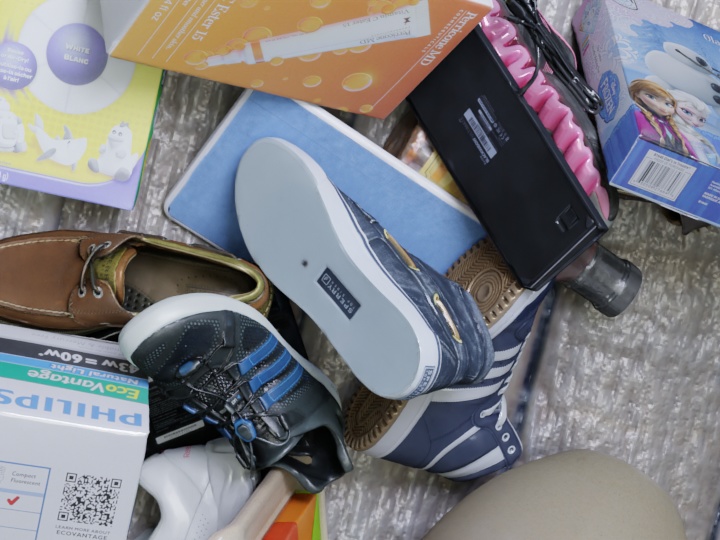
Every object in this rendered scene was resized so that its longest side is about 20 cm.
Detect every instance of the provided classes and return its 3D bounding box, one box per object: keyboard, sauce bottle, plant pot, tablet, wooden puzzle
[{"bbox_3d":[0.094,-0.100,0.933,0.021,0.127,0.201,-9,62,-45],"label":"keyboard"},{"bbox_3d":[0.106,-0.037,1.034,0.199,0.066,0.066,31,90,-16],"label":"sauce bottle"},{"bbox_3d":[0.146,0.202,1.025,0.200,0.200,0.135,44,64,-15],"label":"plant pot"},{"bbox_3d":[-0.018,-0.032,1.004,0.199,0.014,0.130,33,120,-15],"label":"tablet"},{"bbox_3d":[-0.049,0.227,0.974,0.037,0.200,0.186,-1,99,15],"label":"wooden puzzle"}]

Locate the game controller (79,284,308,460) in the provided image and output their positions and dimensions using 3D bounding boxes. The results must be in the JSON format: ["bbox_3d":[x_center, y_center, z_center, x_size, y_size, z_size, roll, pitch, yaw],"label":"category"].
[{"bbox_3d":[-0.133,0.075,1.012,0.199,0.042,0.105,-21,116,-9],"label":"game controller"}]

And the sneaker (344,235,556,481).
[{"bbox_3d":[0.087,0.061,1.013,0.108,0.070,0.200,28,115,-30],"label":"sneaker"}]

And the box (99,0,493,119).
[{"bbox_3d":[-0.041,-0.180,0.904,0.199,0.124,0.098,8,56,-34],"label":"box"}]

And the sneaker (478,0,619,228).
[{"bbox_3d":[0.122,-0.116,0.997,0.095,0.079,0.201,-20,77,-42],"label":"sneaker"}]

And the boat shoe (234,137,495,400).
[{"bbox_3d":[0.000,0.000,0.950,0.071,0.091,0.201,-48,63,25],"label":"boat shoe"}]

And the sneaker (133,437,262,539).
[{"bbox_3d":[-0.110,0.208,1.021,0.099,0.078,0.201,-4,98,4],"label":"sneaker"}]

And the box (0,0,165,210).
[{"bbox_3d":[-0.180,-0.148,0.961,0.117,0.048,0.201,11,94,-15],"label":"box"}]

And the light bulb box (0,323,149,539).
[{"bbox_3d":[-0.240,0.142,0.921,0.197,0.125,0.201,11,110,-12],"label":"light bulb box"}]

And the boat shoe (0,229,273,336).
[{"bbox_3d":[-0.154,0.003,0.958,0.199,0.068,0.072,2,74,-3],"label":"boat shoe"}]

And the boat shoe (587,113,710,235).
[{"bbox_3d":[0.234,-0.068,1.064,0.199,0.075,0.074,16,120,-19],"label":"boat shoe"}]

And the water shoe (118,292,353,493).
[{"bbox_3d":[-0.066,0.078,0.936,0.071,0.079,0.200,-38,141,17],"label":"water shoe"}]

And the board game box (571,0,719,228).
[{"bbox_3d":[0.244,-0.094,0.993,0.199,0.200,0.043,19,125,-15],"label":"board game box"}]
